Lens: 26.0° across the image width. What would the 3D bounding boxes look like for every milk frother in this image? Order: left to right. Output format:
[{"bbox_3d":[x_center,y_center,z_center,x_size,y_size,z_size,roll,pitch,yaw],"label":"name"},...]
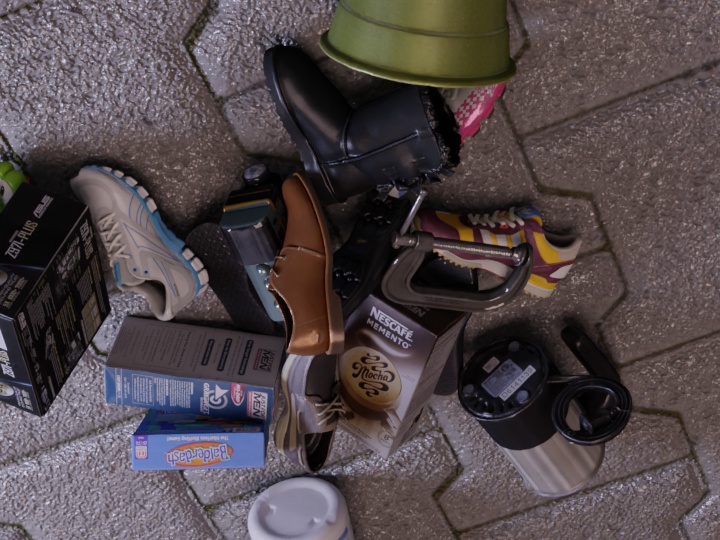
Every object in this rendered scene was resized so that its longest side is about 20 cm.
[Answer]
[{"bbox_3d":[0.244,0.188,1.845,0.180,0.200,0.188,-32,132,9],"label":"milk frother"}]

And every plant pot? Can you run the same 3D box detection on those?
[{"bbox_3d":[0.070,-0.299,1.518,0.199,0.200,0.191,6,115,-7],"label":"plant pot"}]

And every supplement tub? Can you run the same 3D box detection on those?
[{"bbox_3d":[-0.067,0.380,2.027,0.131,0.132,0.201,-8,125,3],"label":"supplement tub"}]

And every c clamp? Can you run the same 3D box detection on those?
[{"bbox_3d":[0.110,-0.009,1.705,0.199,0.027,0.171,11,135,-29],"label":"c clamp"}]

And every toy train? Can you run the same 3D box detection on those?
[{"bbox_3d":[-0.090,-0.019,1.737,0.085,0.114,0.200,-7,127,22],"label":"toy train"}]

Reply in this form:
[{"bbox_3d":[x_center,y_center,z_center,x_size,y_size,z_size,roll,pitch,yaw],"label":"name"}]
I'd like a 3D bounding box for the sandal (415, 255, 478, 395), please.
[{"bbox_3d":[0.099,0.057,1.851,0.076,0.043,0.201,21,128,18],"label":"sandal"}]

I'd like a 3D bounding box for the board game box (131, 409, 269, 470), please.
[{"bbox_3d":[-0.186,0.198,1.852,0.151,0.200,0.045,-1,94,-1],"label":"board game box"}]

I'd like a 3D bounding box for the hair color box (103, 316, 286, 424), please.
[{"bbox_3d":[-0.192,0.117,1.831,0.199,0.100,0.061,7,126,4],"label":"hair color box"}]

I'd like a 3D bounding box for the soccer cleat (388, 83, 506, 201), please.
[{"bbox_3d":[0.075,-0.162,1.676,0.086,0.070,0.200,35,115,-13],"label":"soccer cleat"}]

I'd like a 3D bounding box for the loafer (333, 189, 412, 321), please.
[{"bbox_3d":[0.000,0.000,1.731,0.068,0.201,0.070,20,155,31],"label":"loafer"}]

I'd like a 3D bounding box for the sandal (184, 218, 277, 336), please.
[{"bbox_3d":[-0.145,0.001,1.802,0.075,0.045,0.200,6,144,24],"label":"sandal"}]

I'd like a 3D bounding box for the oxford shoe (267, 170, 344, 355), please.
[{"bbox_3d":[-0.066,-0.008,1.645,0.071,0.201,0.071,-6,167,-11],"label":"oxford shoe"}]

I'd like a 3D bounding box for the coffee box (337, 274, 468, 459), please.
[{"bbox_3d":[0.034,0.106,1.831,0.113,0.080,0.200,32,127,18],"label":"coffee box"}]

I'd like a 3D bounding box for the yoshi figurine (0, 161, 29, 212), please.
[{"bbox_3d":[-0.427,-0.028,1.731,0.112,0.112,0.201,16,121,-6],"label":"yoshi figurine"}]

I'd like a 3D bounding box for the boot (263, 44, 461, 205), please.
[{"bbox_3d":[0.005,-0.165,1.630,0.162,0.073,0.199,-15,110,26],"label":"boot"}]

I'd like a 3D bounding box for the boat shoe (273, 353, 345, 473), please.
[{"bbox_3d":[-0.047,0.155,1.808,0.074,0.073,0.200,-25,142,-32],"label":"boat shoe"}]

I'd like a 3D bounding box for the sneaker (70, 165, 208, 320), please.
[{"bbox_3d":[-0.255,-0.028,1.727,0.200,0.087,0.075,48,137,-15],"label":"sneaker"}]

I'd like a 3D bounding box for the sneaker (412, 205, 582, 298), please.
[{"bbox_3d":[0.155,-0.045,1.768,0.199,0.075,0.090,21,117,-25],"label":"sneaker"}]

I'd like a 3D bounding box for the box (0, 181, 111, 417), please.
[{"bbox_3d":[-0.357,0.034,1.700,0.086,0.164,0.200,20,147,13],"label":"box"}]
